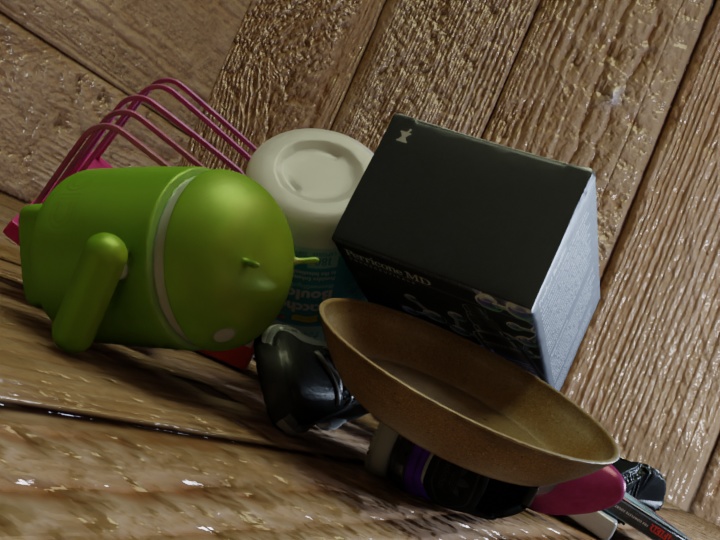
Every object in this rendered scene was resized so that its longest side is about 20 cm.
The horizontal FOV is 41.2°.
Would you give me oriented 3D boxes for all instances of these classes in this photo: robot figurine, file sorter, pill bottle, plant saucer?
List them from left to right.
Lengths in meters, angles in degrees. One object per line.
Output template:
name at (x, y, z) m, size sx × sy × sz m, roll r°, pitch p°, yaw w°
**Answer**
file sorter at (-0.167, -0.063, 0.788) m, size 0.139 × 0.126 × 0.200 m, roll 40°, pitch 18°, yaw -12°
robot figurine at (-0.130, -0.009, 0.623) m, size 0.198 × 0.117 × 0.175 m, roll 2°, pitch 6°, yaw 26°
pill bottle at (-0.043, -0.006, 0.777) m, size 0.110 × 0.111 × 0.201 m, roll 23°, pitch -42°, yaw 11°
plant saucer at (0.058, 0.077, 0.582) m, size 0.198 × 0.036 × 0.200 m, roll 25°, pitch 10°, yaw -4°

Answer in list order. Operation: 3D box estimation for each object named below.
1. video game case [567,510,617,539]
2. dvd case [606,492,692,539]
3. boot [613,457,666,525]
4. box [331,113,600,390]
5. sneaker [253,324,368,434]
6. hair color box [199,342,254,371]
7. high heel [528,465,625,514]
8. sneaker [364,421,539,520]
video game case at (0.172, 0.201, 0.979) m, size 0.199 × 0.023 × 0.182 m, roll 32°, pitch -1°, yaw 19°
dvd case at (0.258, 0.233, 0.977) m, size 0.199 × 0.022 × 0.146 m, roll 32°, pitch 0°, yaw -19°
boot at (0.306, 0.259, 1.191) m, size 0.199 × 0.077 × 0.167 m, roll 18°, pitch -1°, yaw -43°
box at (0.087, -0.001, 0.703) m, size 0.147 × 0.108 × 0.200 m, roll 20°, pitch -19°, yaw 24°
sneaker at (0.001, 0.067, 0.679) m, size 0.114 × 0.076 × 0.200 m, roll -16°, pitch -11°, yaw 8°
hair color box at (-0.122, 0.037, 1.008) m, size 0.063 × 0.112 × 0.200 m, roll 24°, pitch -4°, yaw -2°
high heel at (0.127, 0.157, 0.833) m, size 0.198 × 0.068 × 0.096 m, roll 16°, pitch -17°, yaw 34°
sneaker at (0.080, 0.134, 0.668) m, size 0.099 × 0.070 × 0.200 m, roll 24°, pitch 5°, yaw 22°
